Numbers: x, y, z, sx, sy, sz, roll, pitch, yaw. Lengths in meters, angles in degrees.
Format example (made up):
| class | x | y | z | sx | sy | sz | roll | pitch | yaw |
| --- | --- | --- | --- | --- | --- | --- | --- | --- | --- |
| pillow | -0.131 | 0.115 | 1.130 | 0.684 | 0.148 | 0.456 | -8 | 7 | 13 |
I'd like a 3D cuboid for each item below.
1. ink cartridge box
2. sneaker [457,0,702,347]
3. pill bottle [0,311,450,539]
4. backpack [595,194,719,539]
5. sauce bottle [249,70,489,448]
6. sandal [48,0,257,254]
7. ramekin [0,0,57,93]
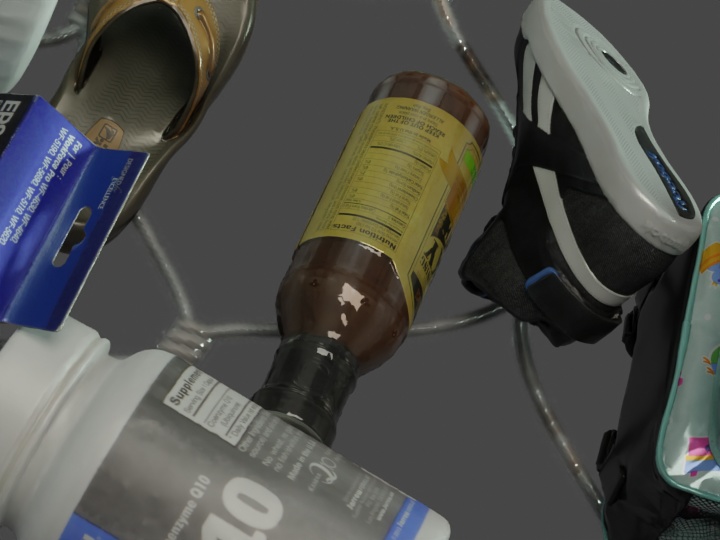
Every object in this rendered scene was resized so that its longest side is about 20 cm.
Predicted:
| class | x | y | z | sx | sy | sz | roll | pitch | yaw |
| --- | --- | --- | --- | --- | --- | --- | --- | --- | --- |
| ink cartridge box | -0.196 | -0.031 | 1.249 | 0.199 | 0.039 | 0.100 | 5 | 55 | 28 |
| sneaker | 0.083 | -0.043 | 1.372 | 0.073 | 0.112 | 0.200 | 32 | 23 | -28 |
| pill bottle | -0.073 | 0.104 | 1.230 | 0.200 | 0.114 | 0.114 | 30 | 60 | 2 |
| backpack | 0.227 | 0.065 | 1.312 | 0.199 | 0.153 | 0.176 | 22 | 55 | -11 |
| sauce bottle | 0.000 | 0.000 | 1.324 | 0.065 | 0.065 | 0.200 | 26 | 57 | -1 |
| sandal | -0.104 | -0.099 | 1.358 | 0.082 | 0.055 | 0.200 | 28 | 60 | 0 |
| ramekin | -0.181 | -0.172 | 1.298 | 0.097 | 0.200 | 0.201 | 16 | 61 | -16 |
